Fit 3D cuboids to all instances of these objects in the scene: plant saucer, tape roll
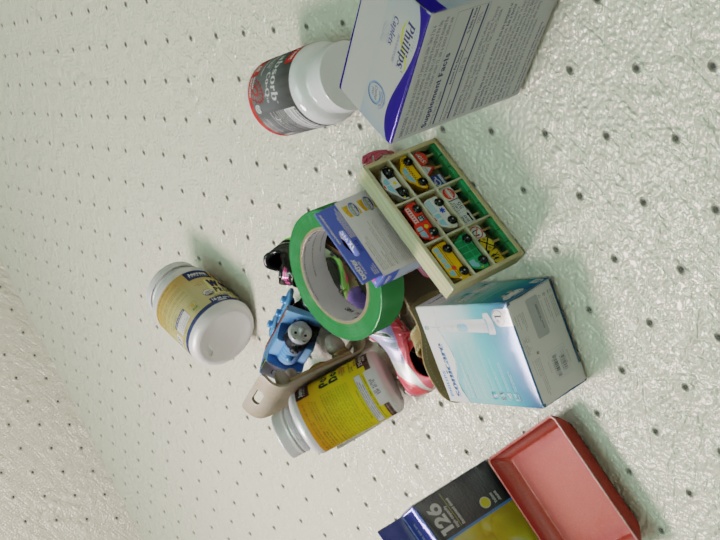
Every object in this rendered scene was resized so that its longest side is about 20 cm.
[{"bbox_3d":[0.281,0.305,1.456,0.200,0.037,0.200,56,149,13],"label":"plant saucer"},{"bbox_3d":[-0.022,0.001,1.552,0.200,0.048,0.201,26,127,40],"label":"tape roll"}]

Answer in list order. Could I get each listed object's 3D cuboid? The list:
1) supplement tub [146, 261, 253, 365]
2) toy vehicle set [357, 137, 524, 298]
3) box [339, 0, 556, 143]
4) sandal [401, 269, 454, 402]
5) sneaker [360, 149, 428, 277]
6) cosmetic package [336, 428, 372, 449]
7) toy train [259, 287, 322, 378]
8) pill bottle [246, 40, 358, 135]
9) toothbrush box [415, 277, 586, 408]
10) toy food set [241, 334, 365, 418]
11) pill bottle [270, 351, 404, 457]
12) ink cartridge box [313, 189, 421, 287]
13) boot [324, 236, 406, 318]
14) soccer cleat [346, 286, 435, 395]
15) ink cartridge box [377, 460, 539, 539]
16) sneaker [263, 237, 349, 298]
[{"bbox_3d":[-0.320,0.081,2.112,0.200,0.144,0.144,37,140,38],"label":"supplement tub"},{"bbox_3d":[0.102,-0.070,1.367,0.200,0.124,0.027,54,148,16],"label":"toy vehicle set"},{"bbox_3d":[0.097,-0.260,1.159,0.105,0.200,0.184,50,147,24],"label":"box"},{"bbox_3d":[0.106,0.087,1.550,0.070,0.078,0.212,155,92,-80],"label":"sandal"},{"bbox_3d":[0.058,-0.076,1.475,0.200,0.081,0.075,59,151,9],"label":"sneaker"},{"bbox_3d":[-0.066,0.240,1.878,0.200,0.104,0.073,9,120,56],"label":"cosmetic package"},{"bbox_3d":[-0.114,0.112,1.836,0.200,0.087,0.114,125,159,-59],"label":"toy train"},{"bbox_3d":[-0.068,-0.257,1.501,0.200,0.116,0.116,-3,110,57],"label":"pill bottle"},{"bbox_3d":[0.180,0.095,1.407,0.200,0.085,0.146,-8,106,58],"label":"toothbrush box"},{"bbox_3d":[-0.094,0.167,1.770,0.060,0.200,0.144,59,149,16],"label":"toy food set"},{"bbox_3d":[-0.038,0.219,1.708,0.109,0.200,0.109,60,-175,-9],"label":"pill bottle"},{"bbox_3d":[0.046,-0.056,1.389,0.119,0.200,0.042,55,148,16],"label":"ink cartridge box"},{"bbox_3d":[0.000,0.000,1.628,0.200,0.075,0.097,28,131,43],"label":"boot"},{"bbox_3d":[0.055,0.099,1.631,0.200,0.067,0.076,56,141,10],"label":"soccer cleat"},{"bbox_3d":[0.161,0.404,1.551,0.198,0.200,0.047,53,149,18],"label":"ink cartridge box"},{"bbox_3d":[-0.089,0.008,1.761,0.200,0.084,0.077,25,132,48],"label":"sneaker"}]
